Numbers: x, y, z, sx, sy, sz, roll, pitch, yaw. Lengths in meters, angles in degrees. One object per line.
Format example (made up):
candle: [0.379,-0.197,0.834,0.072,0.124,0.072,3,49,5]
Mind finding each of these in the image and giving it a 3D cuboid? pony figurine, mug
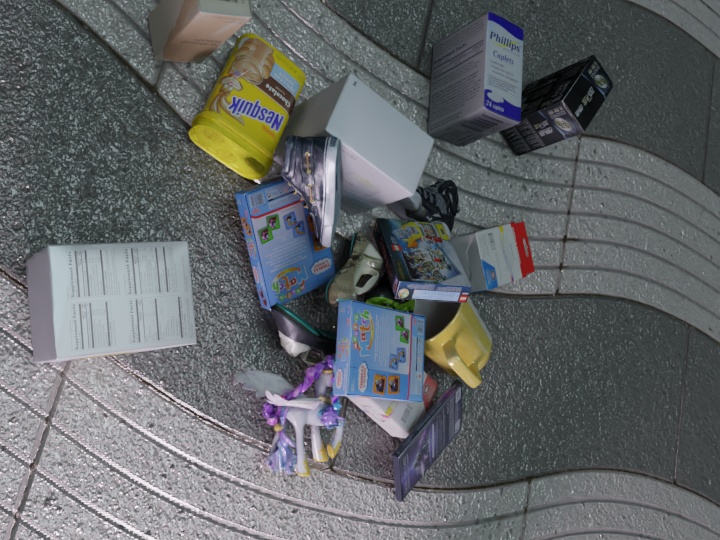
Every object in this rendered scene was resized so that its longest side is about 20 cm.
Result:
pony figurine: [-0.103,0.231,1.318,0.190,0.165,0.205,1,101,-37]
mug: [0.170,0.137,1.513,0.153,0.147,0.189,46,47,-29]

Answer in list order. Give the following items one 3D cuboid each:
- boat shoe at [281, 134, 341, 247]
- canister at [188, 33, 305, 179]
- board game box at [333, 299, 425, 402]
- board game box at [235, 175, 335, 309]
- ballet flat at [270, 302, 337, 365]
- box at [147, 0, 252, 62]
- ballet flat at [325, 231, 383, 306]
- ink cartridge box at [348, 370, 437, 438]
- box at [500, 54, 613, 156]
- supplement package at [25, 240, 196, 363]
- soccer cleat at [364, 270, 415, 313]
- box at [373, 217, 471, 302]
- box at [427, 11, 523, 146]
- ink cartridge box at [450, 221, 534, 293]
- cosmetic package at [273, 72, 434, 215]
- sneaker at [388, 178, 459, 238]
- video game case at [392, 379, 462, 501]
boat shoe: [-0.080,-0.133,1.313,0.089,0.204,0.071,8,37,6]
canister: [-0.188,-0.282,1.362,0.147,0.086,0.203,33,64,-27]
board game box: [0.037,0.141,1.358,0.198,0.036,0.155,15,74,-47]
board game box: [-0.123,-0.056,1.362,0.150,0.036,0.204,-24,112,-35]
ballet flat: [-0.090,0.122,1.367,0.199,0.072,0.075,31,65,-44]
box: [-0.257,-0.402,1.262,0.093,0.199,0.080,-7,86,-33]
ballet flat: [0.000,0.000,1.416,0.201,0.074,0.069,-64,156,-53]
ink cartridge box: [0.044,0.202,1.440,0.200,0.067,0.118,46,59,-32]
box: [0.419,-0.353,1.722,0.086,0.199,0.165,48,60,-18]
supplement package: [-0.361,0.045,1.151,0.197,0.151,0.155,-4,85,-35]
soccer cleat: [0.051,0.037,1.451,0.199,0.066,0.083,13,68,-70]
box: [0.108,-0.021,1.444,0.133,0.038,0.202,4,35,-15]
box: [0.232,-0.379,1.607,0.103,0.183,0.205,11,77,-31]
ink cartridge box: [0.275,-0.030,1.640,0.198,0.066,0.119,-14,92,-49]
cosmetic package: [-0.014,-0.213,1.401,0.198,0.199,0.125,33,66,-25]
sneaker: [0.122,-0.149,1.566,0.200,0.075,0.115,45,60,-27]
video game case: [0.127,0.315,1.478,0.200,0.019,0.145,-42,144,-31]
